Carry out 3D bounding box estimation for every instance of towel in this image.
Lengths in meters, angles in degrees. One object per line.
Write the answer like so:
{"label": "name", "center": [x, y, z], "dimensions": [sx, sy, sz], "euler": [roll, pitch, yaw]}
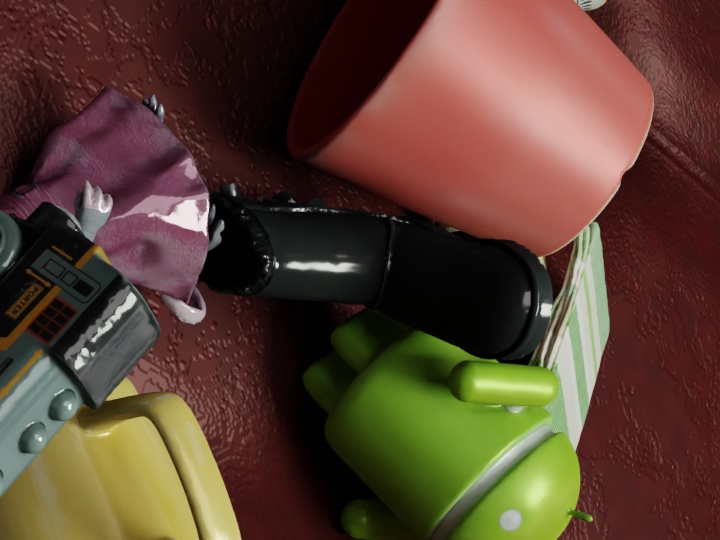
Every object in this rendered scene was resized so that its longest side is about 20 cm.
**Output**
{"label": "towel", "center": [0.142, 0.081, 1.497], "dimensions": [0.153, 0.023, 0.200], "euler": [74, 30, -53]}

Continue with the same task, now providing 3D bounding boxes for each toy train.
{"label": "toy train", "center": [-0.193, 0.054, 1.041], "dimensions": [0.200, 0.114, 0.085], "euler": [-49, 149, -19]}

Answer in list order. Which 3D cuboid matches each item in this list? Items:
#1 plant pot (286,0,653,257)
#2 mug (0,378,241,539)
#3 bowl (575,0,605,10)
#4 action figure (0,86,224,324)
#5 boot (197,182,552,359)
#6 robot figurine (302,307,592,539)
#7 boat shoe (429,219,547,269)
{"label": "plant pot", "center": [0.079, -0.112, 1.358], "dimensions": [0.177, 0.200, 0.201], "euler": [33, 57, -17]}
{"label": "mug", "center": [-0.142, 0.124, 1.125], "dimensions": [0.154, 0.186, 0.149], "euler": [69, 15, 4]}
{"label": "bowl", "center": [0.075, -0.239, 1.457], "dimensions": [0.094, 0.201, 0.201], "euler": [-38, 112, -12]}
{"label": "action figure", "center": [-0.186, -0.024, 1.187], "dimensions": [0.200, 0.134, 0.149], "euler": [-27, 144, -34]}
{"label": "boot", "center": [0.000, -0.001, 1.267], "dimensions": [0.162, 0.198, 0.074], "euler": [7, 101, -32]}
{"label": "robot figurine", "center": [0.058, 0.110, 1.344], "dimensions": [0.200, 0.176, 0.116], "euler": [46, 37, 13]}
{"label": "boat shoe", "center": [0.083, -0.039, 1.469], "dimensions": [0.066, 0.074, 0.201], "euler": [-23, 98, -52]}
